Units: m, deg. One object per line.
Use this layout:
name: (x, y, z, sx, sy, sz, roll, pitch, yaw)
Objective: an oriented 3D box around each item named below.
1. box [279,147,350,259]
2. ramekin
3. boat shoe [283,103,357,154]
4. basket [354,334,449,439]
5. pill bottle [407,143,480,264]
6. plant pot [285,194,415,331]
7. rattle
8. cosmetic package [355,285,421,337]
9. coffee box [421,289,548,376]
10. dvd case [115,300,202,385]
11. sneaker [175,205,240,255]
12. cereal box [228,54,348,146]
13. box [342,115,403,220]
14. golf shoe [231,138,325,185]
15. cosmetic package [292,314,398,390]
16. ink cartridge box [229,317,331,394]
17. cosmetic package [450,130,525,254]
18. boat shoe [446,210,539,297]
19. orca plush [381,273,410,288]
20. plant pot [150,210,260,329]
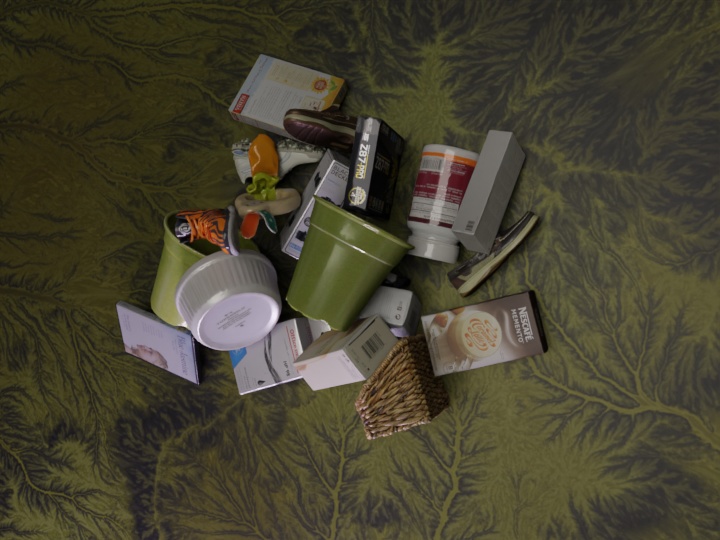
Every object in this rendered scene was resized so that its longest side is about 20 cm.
box: (-0.080, -0.124, 1.463, 0.060, 0.117, 0.200, 27, 102, -16)
ramekin: (-0.239, 0.063, 1.438, 0.202, 0.202, 0.094, -40, 51, 14)
boat shoe: (-0.058, -0.275, 1.442, 0.075, 0.202, 0.075, -17, 67, 46)
basket: (0.059, 0.205, 1.369, 0.142, 0.200, 0.150, -20, 83, 16)
pill bottle: (0.149, -0.119, 1.393, 0.114, 0.114, 0.201, 13, 93, 20)
plant pot: (-0.034, -0.003, 1.335, 0.200, 0.200, 0.190, 28, 95, 18)
rattle: (-0.179, -0.156, 1.413, 0.130, 0.200, 0.143, 17, 111, 8)
cosmetic package: (0.005, 0.067, 1.439, 0.199, 0.102, 0.074, 11, 74, 18)
coffee box: (0.222, 0.112, 1.377, 0.199, 0.080, 0.115, -16, 83, 19)
dvd case: (-0.417, 0.151, 1.597, 0.199, 0.018, 0.143, 19, 130, 20)
sneaker: (-0.276, -0.067, 1.380, 0.112, 0.200, 0.078, -6, 103, -10)
cereal box: (-0.143, -0.338, 1.522, 0.199, 0.040, 0.144, 22, 75, 20)
box: (0.026, -0.180, 1.393, 0.049, 0.200, 0.162, 9, 90, 15)
golf shoe: (-0.160, -0.214, 1.542, 0.199, 0.078, 0.098, 4, 111, 22)
cosmetic package: (-0.029, 0.151, 1.395, 0.071, 0.105, 0.200, 53, 146, -9)
ink cartridge box: (-0.153, 0.162, 1.517, 0.199, 0.067, 0.116, -18, 81, 18)
cosmetic package: (0.225, -0.138, 1.350, 0.051, 0.083, 0.201, 13, 73, 36)
boat shoe: (0.235, -0.038, 1.381, 0.065, 0.073, 0.200, 45, 103, 10)
orca plush: (0.000, 0.000, 1.485, 0.199, 0.071, 0.105, 17, 49, 12)
plant pot: (-0.326, 0.010, 1.533, 0.200, 0.200, 0.185, 34, 111, 17)
